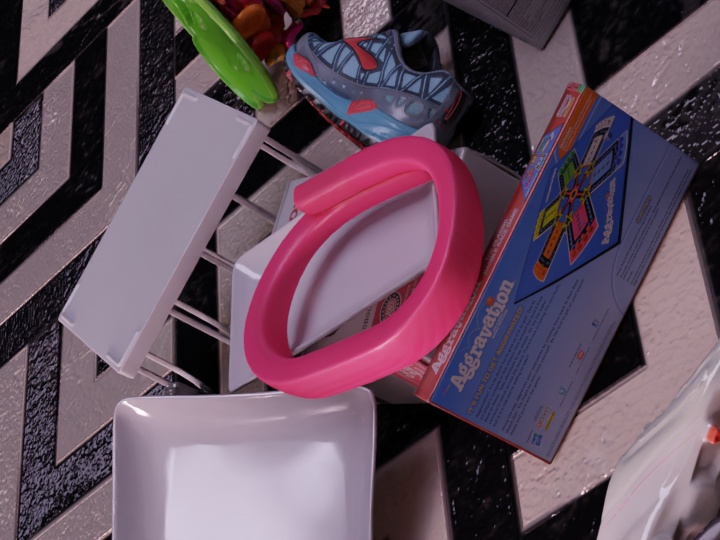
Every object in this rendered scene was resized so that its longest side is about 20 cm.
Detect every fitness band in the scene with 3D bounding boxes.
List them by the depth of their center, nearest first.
[{"bbox_3d":[0.000,0.000,1.132,0.199,0.037,0.145,-25,52,44],"label":"fitness band"}]

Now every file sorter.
[{"bbox_3d":[-0.106,-0.009,1.393,0.201,0.124,0.139,-61,32,0],"label":"file sorter"}]

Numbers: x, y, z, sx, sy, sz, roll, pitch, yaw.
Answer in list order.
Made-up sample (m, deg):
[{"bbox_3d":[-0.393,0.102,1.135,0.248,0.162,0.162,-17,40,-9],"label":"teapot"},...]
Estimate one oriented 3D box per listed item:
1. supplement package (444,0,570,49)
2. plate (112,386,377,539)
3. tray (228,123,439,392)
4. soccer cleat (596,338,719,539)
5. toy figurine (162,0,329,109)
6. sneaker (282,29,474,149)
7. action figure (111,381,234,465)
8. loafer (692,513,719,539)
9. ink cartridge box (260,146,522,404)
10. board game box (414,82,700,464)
[{"bbox_3d":[0.049,-0.283,1.310,0.148,0.199,0.191,-59,33,5],"label":"supplement package"},{"bbox_3d":[-0.072,0.179,1.208,0.198,0.032,0.201,-5,81,27],"label":"plate"},{"bbox_3d":[-0.014,-0.003,1.200,0.199,0.022,0.108,-33,44,37],"label":"tray"},{"bbox_3d":[0.176,0.090,0.985,0.201,0.069,0.078,-62,29,5],"label":"soccer cleat"},{"bbox_3d":[-0.053,-0.241,1.508,0.184,0.200,0.150,-44,73,-7],"label":"toy figurine"},{"bbox_3d":[0.019,-0.135,1.377,0.096,0.079,0.200,-46,40,0],"label":"sneaker"},{"bbox_3d":[-0.105,0.143,1.301,0.199,0.101,0.120,-13,69,50],"label":"action figure"},{"bbox_3d":[0.175,0.201,0.910,0.071,0.073,0.201,36,102,47],"label":"loafer"},{"bbox_3d":[0.016,0.008,1.249,0.199,0.084,0.147,-8,60,54],"label":"ink cartridge box"},{"bbox_3d":[0.116,0.003,1.095,0.019,0.103,0.201,24,86,57],"label":"board game box"}]
